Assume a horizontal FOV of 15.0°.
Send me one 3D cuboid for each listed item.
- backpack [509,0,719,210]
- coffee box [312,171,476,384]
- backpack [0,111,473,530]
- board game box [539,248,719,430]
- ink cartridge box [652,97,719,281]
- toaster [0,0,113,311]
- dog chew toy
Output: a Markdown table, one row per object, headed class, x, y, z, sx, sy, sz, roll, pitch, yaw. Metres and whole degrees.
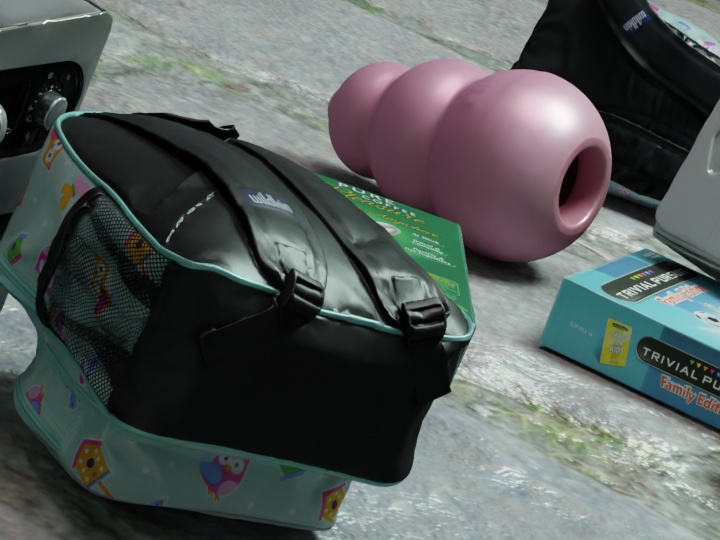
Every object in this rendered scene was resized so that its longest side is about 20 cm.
| class | x | y | z | sx | sy | sz | roll | pitch | yaw |
| --- | --- | --- | --- | --- | --- | --- | --- | --- | --- |
| backpack | 0.217 | -0.125 | 2.037 | 0.199 | 0.167 | 0.127 | 30 | 13 | 13 |
| coffee box | 0.000 | 0.000 | 1.557 | 0.122 | 0.044 | 0.200 | 18 | 16 | -7 |
| backpack | -0.071 | 0.017 | 1.217 | 0.175 | 0.154 | 0.200 | 10 | 28 | -37 |
| board game box | 0.227 | 0.054 | 1.642 | 0.199 | 0.047 | 0.151 | 26 | 17 | 19 |
| ink cartridge box | 0.290 | -0.043 | 1.758 | 0.083 | 0.146 | 0.200 | 30 | 1 | 35 |
| toaster | -0.238 | -0.084 | 1.264 | 0.200 | 0.181 | 0.119 | 33 | 25 | 18 |
| dog chew toy | 0.063 | -0.082 | 1.776 | 0.199 | 0.125 | 0.124 | 21 | 14 | 33 |
